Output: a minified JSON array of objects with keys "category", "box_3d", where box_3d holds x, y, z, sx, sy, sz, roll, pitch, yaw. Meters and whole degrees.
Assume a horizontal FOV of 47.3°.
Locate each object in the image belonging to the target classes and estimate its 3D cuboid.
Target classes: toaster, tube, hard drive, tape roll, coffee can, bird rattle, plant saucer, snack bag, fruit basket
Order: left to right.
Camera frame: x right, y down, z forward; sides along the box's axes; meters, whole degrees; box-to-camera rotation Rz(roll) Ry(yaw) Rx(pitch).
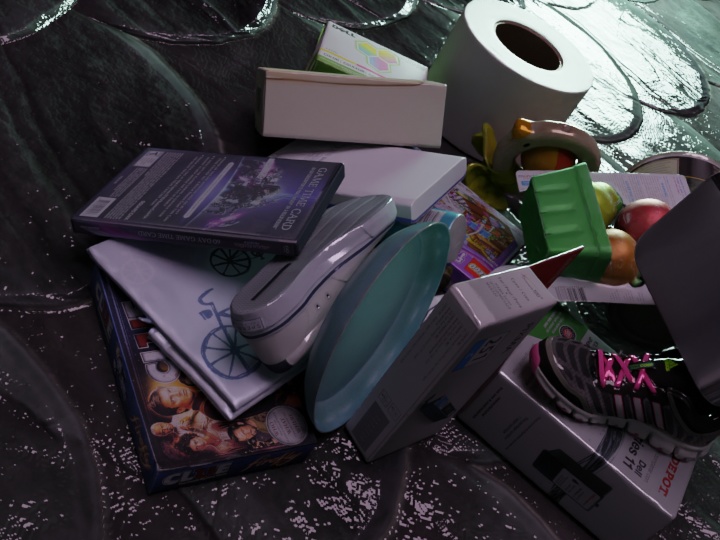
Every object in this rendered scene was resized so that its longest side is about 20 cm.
[{"category":"snack bag","box_3d":[-0.108,0.011,0.708,0.200,0.021,0.189,42,47,16]},{"category":"hard drive","box_3d":[-0.006,-0.102,0.871,0.200,0.025,0.132,13,33,27]},{"category":"tube","box_3d":[0.010,-0.058,0.859,0.200,0.050,0.077,18,29,26]},{"category":"plant saucer","box_3d":[0.012,0.043,0.688,0.027,0.200,0.200,31,39,18]},{"category":"tape roll","box_3d":[0.198,-0.258,1.140,0.202,0.139,0.203,17,42,-16]},{"category":"bird rattle","box_3d":[0.228,-0.116,1.015,0.200,0.163,0.113,19,60,-1]},{"category":"fruit basket","box_3d":[0.274,-0.034,0.877,0.200,0.094,0.185,4,52,-11]},{"category":"coffee can","box_3d":[0.376,-0.024,0.989,0.146,0.146,0.200,25,51,-8]},{"category":"toaster","box_3d":[0.363,0.027,0.725,0.181,0.119,0.200,6,55,-39]}]

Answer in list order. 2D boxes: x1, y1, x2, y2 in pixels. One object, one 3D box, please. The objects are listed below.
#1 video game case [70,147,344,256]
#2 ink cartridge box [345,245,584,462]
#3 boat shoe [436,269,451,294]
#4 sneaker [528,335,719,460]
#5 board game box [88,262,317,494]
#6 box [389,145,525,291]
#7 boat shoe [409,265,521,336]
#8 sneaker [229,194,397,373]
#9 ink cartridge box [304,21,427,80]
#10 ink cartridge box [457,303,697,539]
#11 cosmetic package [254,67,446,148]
[{"category":"video game case","box_3d":[-0.128,-0.065,0.722,0.200,0.019,0.143,7,34,13]},{"category":"ink cartridge box","box_3d":[0.099,0.072,0.706,0.176,0.200,0.045,-14,59,-40]},{"category":"boat shoe","box_3d":[0.000,0.000,0.814,0.200,0.072,0.068,-4,53,-35]},{"category":"sneaker","box_3d":[0.248,0.098,0.730,0.200,0.087,0.074,25,42,-9]},{"category":"board game box","box_3d":[-0.134,0.076,0.685,0.135,0.035,0.200,-4,52,-34]},{"category":"box","box_3d":[0.084,-0.060,0.950,0.200,0.039,0.137,40,42,9]},{"category":"boat shoe","box_3d":[0.137,0.046,0.840,0.200,0.074,0.065,-22,25,-39]},{"category":"sneaker","box_3d":[-0.031,0.006,0.685,0.073,0.071,0.200,6,37,39]},{"category":"ink cartridge box","box_3d":[0.009,-0.269,1.081,0.148,0.076,0.200,22,43,-12]},{"category":"ink cartridge box","box_3d":[0.218,0.147,0.795,0.200,0.083,0.147,40,42,8]},{"category":"cosmetic package","box_3d":[-0.015,-0.184,0.925,0.200,0.073,0.104,1,15,-13]}]
